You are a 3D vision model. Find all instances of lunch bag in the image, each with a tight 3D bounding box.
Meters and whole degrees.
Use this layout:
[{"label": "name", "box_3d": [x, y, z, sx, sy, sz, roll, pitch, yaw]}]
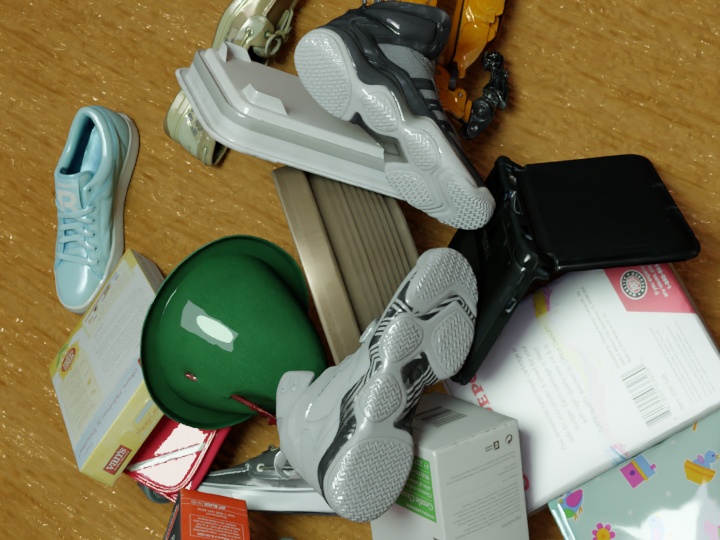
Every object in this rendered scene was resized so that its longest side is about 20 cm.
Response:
[{"label": "lunch bag", "box_3d": [0.258, 0.223, 0.840, 0.169, 0.122, 0.202, -31, 69, 13]}]

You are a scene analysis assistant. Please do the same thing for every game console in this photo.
[{"label": "game console", "box_3d": [0.150, -0.007, 0.905, 0.115, 0.201, 0.177, 25, 113, -10]}]

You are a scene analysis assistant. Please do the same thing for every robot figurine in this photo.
[{"label": "robot figurine", "box_3d": [0.067, -0.207, 0.994, 0.143, 0.058, 0.203, 18, 76, -18]}]

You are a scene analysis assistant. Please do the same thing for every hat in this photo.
[{"label": "hat", "box_3d": [-0.049, 0.084, 0.909, 0.175, 0.199, 0.167, 26, 85, 43]}]

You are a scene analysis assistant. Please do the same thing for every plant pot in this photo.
[{"label": "plant pot", "box_3d": [0.000, 0.000, 0.951, 0.091, 0.201, 0.203, -20, 73, -2]}]

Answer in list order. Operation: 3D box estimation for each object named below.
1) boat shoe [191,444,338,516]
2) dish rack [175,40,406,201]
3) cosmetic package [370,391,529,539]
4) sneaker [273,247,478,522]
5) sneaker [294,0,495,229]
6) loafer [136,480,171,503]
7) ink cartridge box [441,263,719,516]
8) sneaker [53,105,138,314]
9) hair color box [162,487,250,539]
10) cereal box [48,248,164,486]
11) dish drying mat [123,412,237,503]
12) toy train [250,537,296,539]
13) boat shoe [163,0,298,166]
[{"label": "boat shoe", "box_3d": [-0.060, 0.181, 1.006, 0.197, 0.069, 0.058, -1, 74, 15]}, {"label": "dish rack", "box_3d": [-0.045, -0.129, 0.959, 0.044, 0.198, 0.172, -64, 30, 19]}, {"label": "cosmetic package", "box_3d": [0.068, 0.206, 0.879, 0.107, 0.084, 0.203, 10, 110, 56]}, {"label": "sneaker", "box_3d": [0.004, 0.072, 0.833, 0.114, 0.075, 0.202, 7, 69, 52]}, {"label": "sneaker", "box_3d": [0.049, -0.133, 0.900, 0.200, 0.075, 0.114, 45, 61, -10]}, {"label": "loafer", "box_3d": [-0.153, 0.110, 1.059, 0.062, 0.072, 0.202, 19, 81, 41]}, {"label": "ink cartridge box", "box_3d": [0.179, 0.084, 0.915, 0.198, 0.085, 0.149, -31, 71, 16]}, {"label": "sneaker", "box_3d": [-0.272, -0.062, 1.120, 0.073, 0.082, 0.204, 3, 82, 23]}, {"label": "hair color box", "box_3d": [-0.119, 0.266, 0.865, 0.060, 0.201, 0.103, 14, 113, -17]}, {"label": "cereal box", "box_3d": [-0.213, 0.080, 1.038, 0.145, 0.039, 0.200, -54, 31, 6]}, {"label": "dish drying mat", "box_3d": [-0.134, 0.098, 1.007, 0.076, 0.018, 0.202, 27, 81, 10]}, {"label": "toy train", "box_3d": [-0.051, 0.312, 0.971, 0.199, 0.085, 0.115, 34, 103, 23]}, {"label": "boat shoe", "box_3d": [-0.107, -0.193, 1.090, 0.062, 0.073, 0.201, 39, 107, 17]}]
